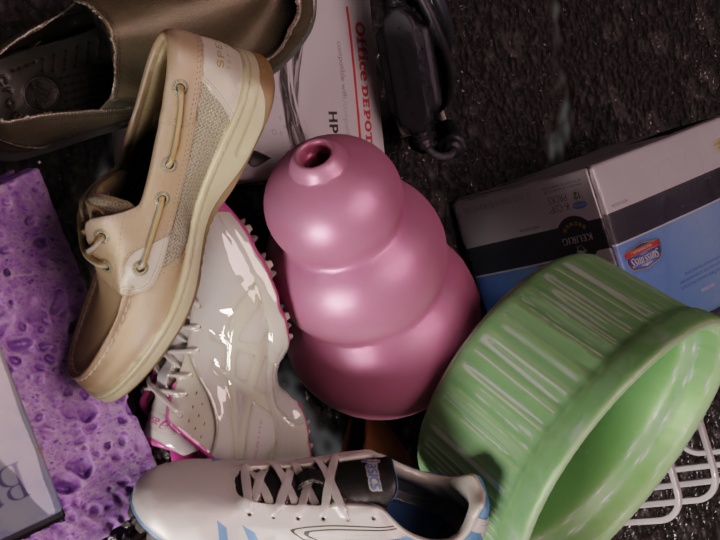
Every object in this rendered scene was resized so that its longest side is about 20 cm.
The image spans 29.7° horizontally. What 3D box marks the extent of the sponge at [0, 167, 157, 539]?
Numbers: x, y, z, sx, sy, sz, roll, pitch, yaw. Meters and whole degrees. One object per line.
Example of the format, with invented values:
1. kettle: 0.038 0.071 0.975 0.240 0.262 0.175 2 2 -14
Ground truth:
1. sponge: -0.183 0.058 0.718 0.112 0.030 0.200 -32 110 -40

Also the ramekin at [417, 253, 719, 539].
1. ramekin: 0.127 0.086 0.834 0.200 0.098 0.200 -36 148 -27

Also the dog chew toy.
1. dog chew toy: 0.000 0.000 0.800 0.125 0.124 0.200 -59 147 -28

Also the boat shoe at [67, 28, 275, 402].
1. boat shoe: -0.112 -0.026 0.686 0.065 0.072 0.200 15 111 -34

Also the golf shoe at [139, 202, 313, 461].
1. golf shoe: -0.087 0.054 0.774 0.092 0.075 0.200 -25 113 -31

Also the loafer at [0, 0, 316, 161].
1. loafer: -0.114 -0.110 0.698 0.200 0.070 0.075 -26 93 -5

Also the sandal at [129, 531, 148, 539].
1. sandal: -0.057 0.180 0.766 0.201 0.057 0.080 11 80 -43

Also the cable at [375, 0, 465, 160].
1. cable: 0.036 -0.173 0.874 0.163 0.051 0.200 -74 152 -72

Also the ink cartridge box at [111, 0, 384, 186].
1. ink cartridge box: -0.052 -0.111 0.826 0.200 0.067 0.116 -7 92 -44

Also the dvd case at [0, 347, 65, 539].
1. dvd case: -0.240 0.060 0.645 0.143 0.018 0.200 -24 105 -25

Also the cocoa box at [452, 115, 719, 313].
1. cocoa box: 0.193 -0.023 1.004 0.200 0.133 0.131 -21 96 -43

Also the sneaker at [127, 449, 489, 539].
1. sneaker: -0.025 0.124 0.740 0.200 0.073 0.072 8 38 -18

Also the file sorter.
1. file sorter: 0.226 0.104 1.022 0.200 0.139 0.125 -16 90 -43

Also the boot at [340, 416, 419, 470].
1. boot: 0.049 0.168 0.900 0.200 0.068 0.188 52 34 -17
